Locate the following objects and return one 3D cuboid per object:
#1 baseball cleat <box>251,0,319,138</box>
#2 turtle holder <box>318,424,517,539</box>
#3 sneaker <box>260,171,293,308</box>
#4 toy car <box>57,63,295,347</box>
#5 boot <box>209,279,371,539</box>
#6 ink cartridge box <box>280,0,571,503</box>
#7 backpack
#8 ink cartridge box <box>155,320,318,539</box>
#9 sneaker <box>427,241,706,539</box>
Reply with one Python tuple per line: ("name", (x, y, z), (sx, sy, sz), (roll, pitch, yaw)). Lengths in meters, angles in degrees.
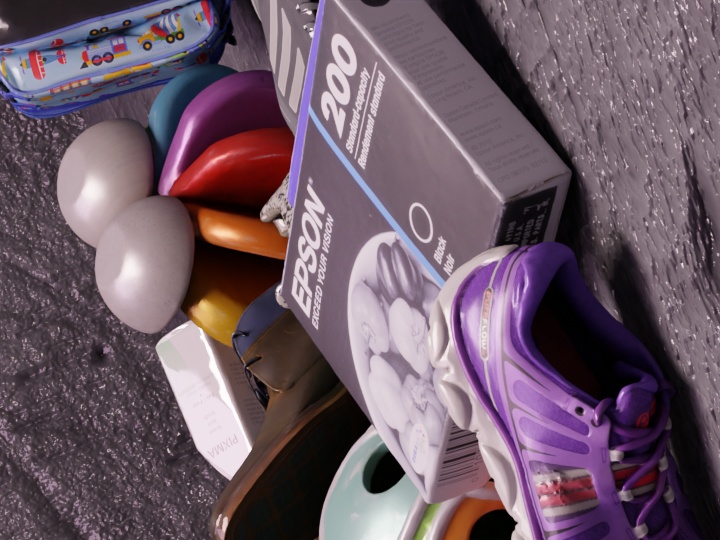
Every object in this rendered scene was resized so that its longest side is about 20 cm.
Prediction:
("baseball cleat", (-0.023, -0.132, 1.474), (0.200, 0.069, 0.107), (-121, 12, -45))
("turtle holder", (0.054, 0.119, 1.458), (0.186, 0.140, 0.132), (-62, -13, -53))
("sneaker", (0.000, 0.000, 1.516), (0.077, 0.089, 0.200), (35, -163, -33))
("toy car", (-0.078, -0.048, 1.822), (0.151, 0.174, 0.200), (-64, 35, 27))
("boot", (-0.037, 0.073, 1.551), (0.097, 0.200, 0.075), (16, 137, 35))
("ink cartridge box", (0.011, -0.032, 1.339), (0.200, 0.043, 0.199), (54, 149, 35))
("backpack", (-0.168, -0.177, 1.909), (0.200, 0.181, 0.135), (130, 125, -84))
("ink cartridge box", (-0.029, 0.121, 1.883), (0.161, 0.050, 0.201), (-4, -112, -52))
("sneaker", (0.099, 0.081, 1.198), (0.083, 0.080, 0.201), (-27, 95, 51))
